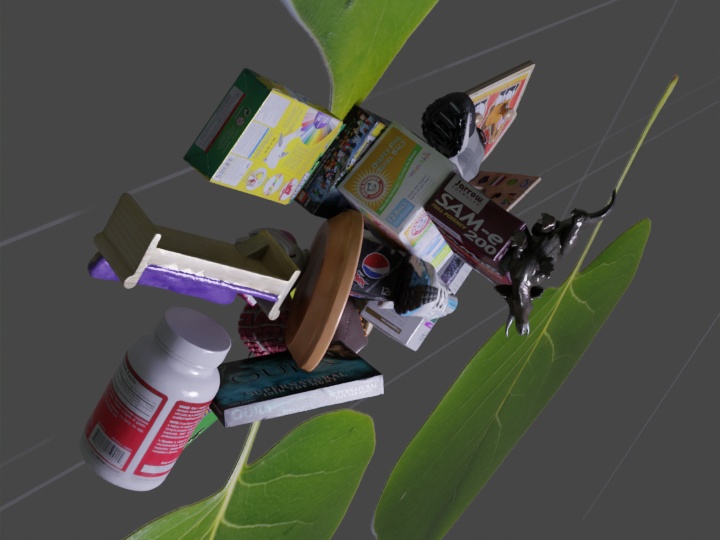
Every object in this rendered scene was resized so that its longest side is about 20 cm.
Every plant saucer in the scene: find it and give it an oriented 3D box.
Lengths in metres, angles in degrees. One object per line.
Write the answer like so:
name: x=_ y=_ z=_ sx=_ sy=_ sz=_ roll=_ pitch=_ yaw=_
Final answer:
plant saucer: x=-0.047 y=0.020 z=1.556 sx=0.200 sy=0.037 sz=0.200 roll=-161 pitch=-90 yaw=-80

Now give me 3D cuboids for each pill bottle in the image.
pill bottle: x=-0.231 y=0.144 z=1.498 sx=0.200 sy=0.112 sz=0.112 roll=-58 pitch=158 yaw=20

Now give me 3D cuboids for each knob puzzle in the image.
knob puzzle: x=0.167 y=-0.186 z=1.859 sx=0.220 sy=0.030 sz=0.220 roll=-42 pitch=158 yaw=-21

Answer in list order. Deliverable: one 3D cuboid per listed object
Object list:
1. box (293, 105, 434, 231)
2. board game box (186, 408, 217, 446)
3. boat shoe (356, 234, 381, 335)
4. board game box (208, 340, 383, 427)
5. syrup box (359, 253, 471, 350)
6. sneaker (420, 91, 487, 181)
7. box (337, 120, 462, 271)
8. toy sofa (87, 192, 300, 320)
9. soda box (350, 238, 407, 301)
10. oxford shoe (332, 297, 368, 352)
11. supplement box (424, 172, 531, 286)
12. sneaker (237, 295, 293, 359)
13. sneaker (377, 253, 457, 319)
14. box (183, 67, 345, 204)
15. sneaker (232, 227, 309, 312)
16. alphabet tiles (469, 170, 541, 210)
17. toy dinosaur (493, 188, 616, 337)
box: x=0.007 y=-0.122 z=1.633 sx=0.137 sy=0.038 sz=0.200 roll=-54 pitch=159 yaw=10
board game box: x=-0.227 y=0.168 z=1.668 sx=0.096 sy=0.030 sz=0.200 roll=-41 pitch=154 yaw=-21
boat shoe: x=0.016 y=0.026 z=1.851 sx=0.069 sy=0.074 sz=0.200 roll=-27 pitch=149 yaw=-35
board game box: x=-0.090 y=0.133 z=1.579 sx=0.200 sy=0.135 sz=0.028 roll=-10 pitch=110 yaw=-22
syrup box: x=0.091 y=0.003 z=1.746 sx=0.200 sy=0.081 sz=0.079 roll=-57 pitch=164 yaw=-1
sneaker: x=0.129 y=-0.175 z=1.730 sx=0.079 sy=0.074 sz=0.200 roll=-34 pitch=158 yaw=-17
box: x=0.064 y=-0.083 z=1.616 sx=0.113 sy=0.101 sz=0.200 roll=-50 pitch=159 yaw=-4
toy sofa: x=-0.169 y=0.000 z=1.333 sx=0.200 sy=0.083 sz=0.098 roll=15 pitch=113 yaw=-44
soda box: x=0.000 y=0.000 z=1.645 sx=0.200 sy=0.071 sz=0.063 roll=172 pitch=-65 yaw=-79
oxford shoe: x=-0.022 y=0.070 z=1.777 sx=0.071 sy=0.073 sz=0.200 roll=-165 pitch=-91 yaw=-87
supplement box: x=0.153 y=-0.036 z=1.580 sx=0.061 sy=0.109 sz=0.200 roll=-51 pitch=158 yaw=-3
sneaker: x=-0.111 y=0.082 z=1.707 sx=0.200 sy=0.081 sz=0.075 roll=89 pitch=11 yaw=-50
sneaker: x=0.082 y=0.026 z=1.600 sx=0.200 sy=0.087 sz=0.075 roll=-166 pitch=-86 yaw=-82
box: x=-0.094 y=-0.137 z=1.396 sx=0.117 sy=0.048 sz=0.200 roll=-54 pitch=156 yaw=9
sneaker: x=-0.119 y=-0.013 z=1.522 sx=0.088 sy=0.081 sz=0.200 roll=-56 pitch=165 yaw=4
alphabet tiles: x=0.141 y=-0.073 z=1.861 sx=0.200 sy=0.167 sz=0.008 roll=-44 pitch=116 yaw=-17
toy dinosaur: x=0.211 y=-0.026 z=1.494 sx=0.200 sy=0.077 sz=0.102 roll=-54 pitch=172 yaw=-15
